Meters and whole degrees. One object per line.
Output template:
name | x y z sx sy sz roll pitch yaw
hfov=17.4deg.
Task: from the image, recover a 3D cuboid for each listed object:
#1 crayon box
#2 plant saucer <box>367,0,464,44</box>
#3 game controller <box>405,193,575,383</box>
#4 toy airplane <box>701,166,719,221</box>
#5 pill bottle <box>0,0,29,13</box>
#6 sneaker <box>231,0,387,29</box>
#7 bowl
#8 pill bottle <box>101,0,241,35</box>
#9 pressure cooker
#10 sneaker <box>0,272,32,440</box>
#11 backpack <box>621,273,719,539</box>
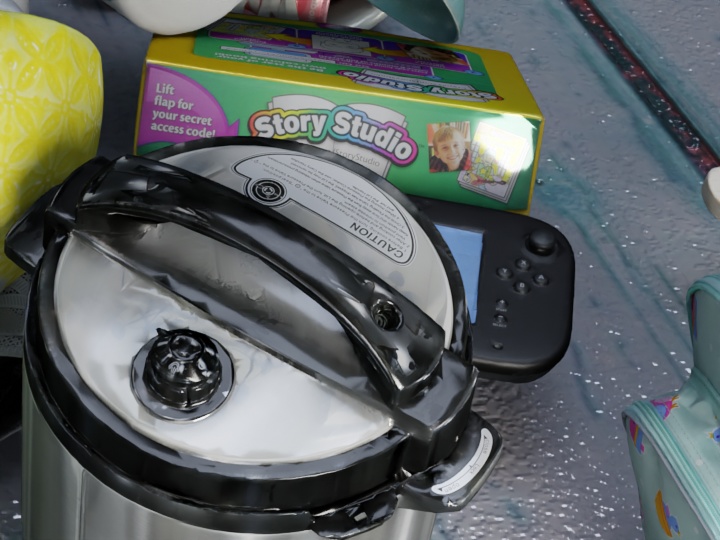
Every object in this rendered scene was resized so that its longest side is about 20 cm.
crayon box | -0.013 -0.085 1.225 0.198 0.059 0.173 8 16 -4
plant saucer | -0.016 -0.196 1.241 0.027 0.200 0.200 -48 55 -5
game controller | 0.000 0.000 1.082 0.198 0.042 0.105 10 34 -1
toy airplane | 0.300 -0.040 1.211 0.198 0.142 0.200 30 38 26
pill bottle | -0.244 -0.154 1.254 0.111 0.113 0.200 -11 39 -29
sneaker | -0.068 -0.180 1.373 0.199 0.076 0.105 1 29 -22
bowl | -0.194 -0.021 0.945 0.199 0.200 0.108 -7 77 -24
pill bottle | -0.141 -0.215 1.222 0.113 0.114 0.200 -21 45 -38
pressure cooker | -0.043 0.049 0.906 0.174 0.201 0.180 -5 52 -12
sneaker | -0.152 0.036 1.031 0.082 0.075 0.200 14 43 28
backpack | 0.192 0.085 0.946 0.152 0.201 0.176 -16 41 -10
